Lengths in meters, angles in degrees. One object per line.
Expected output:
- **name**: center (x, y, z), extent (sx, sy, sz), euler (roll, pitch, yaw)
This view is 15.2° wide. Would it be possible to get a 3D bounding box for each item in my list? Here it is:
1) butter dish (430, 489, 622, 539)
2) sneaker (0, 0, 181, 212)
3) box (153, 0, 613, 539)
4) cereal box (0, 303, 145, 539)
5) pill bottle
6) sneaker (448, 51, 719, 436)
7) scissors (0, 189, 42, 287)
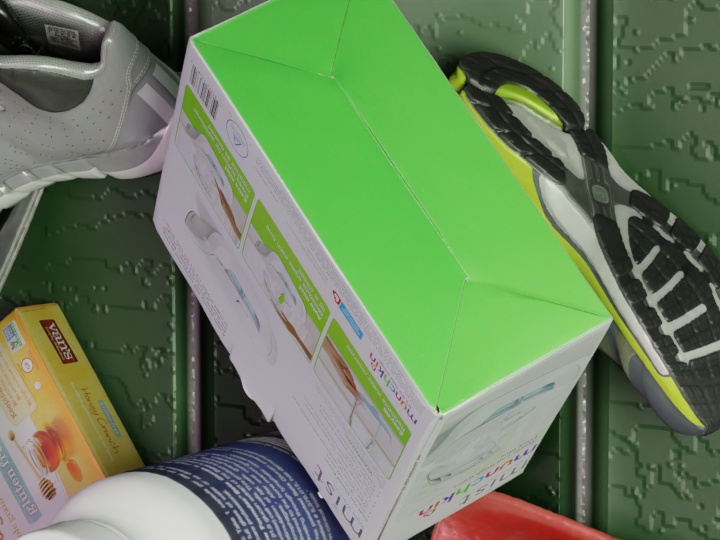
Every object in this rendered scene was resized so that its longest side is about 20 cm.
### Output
- **butter dish**: center (0.073, 0.223, 1.201), extent (0.200, 0.148, 0.200), euler (21, 107, 28)
- **sneaker**: center (-0.183, -0.089, 1.337), extent (0.200, 0.116, 0.075), euler (-14, 50, 26)
- **box**: center (0.000, 0.000, 1.196), extent (0.200, 0.097, 0.177), euler (56, 159, 18)
- **cereal box**: center (-0.200, 0.130, 1.425), extent (0.200, 0.039, 0.144), euler (-39, 73, 30)
- **pill bottle**: center (-0.080, 0.142, 1.256), extent (0.111, 0.200, 0.111), euler (4, 98, 32)
- **sneaker**: center (0.097, -0.003, 1.214), extent (0.200, 0.074, 0.081), euler (54, 134, 19)
- **scissors**: center (-0.200, 0.042, 1.367), extent (0.073, 0.014, 0.200), euler (35, 80, 26)
